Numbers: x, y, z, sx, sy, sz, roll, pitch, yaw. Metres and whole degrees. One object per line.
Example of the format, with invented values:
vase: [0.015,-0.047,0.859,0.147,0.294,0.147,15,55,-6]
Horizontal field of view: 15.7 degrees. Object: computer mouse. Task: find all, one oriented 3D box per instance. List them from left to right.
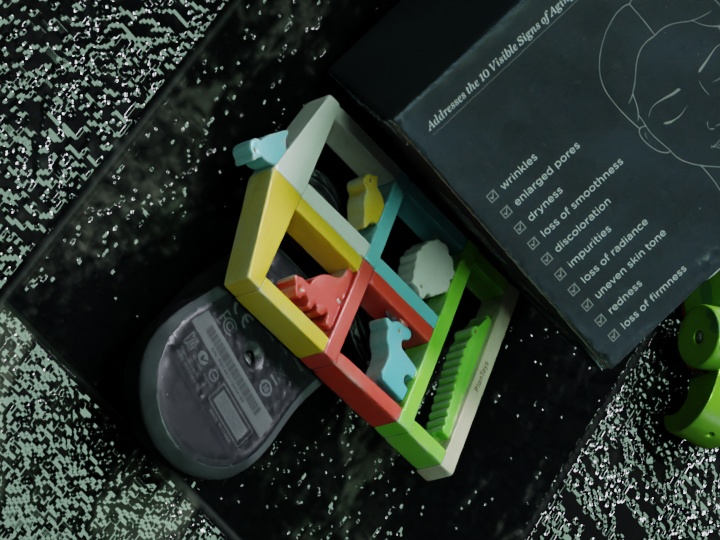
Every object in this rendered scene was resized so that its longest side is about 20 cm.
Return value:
computer mouse: [-0.060,0.045,1.358,0.200,0.053,0.139,-37,105,-46]

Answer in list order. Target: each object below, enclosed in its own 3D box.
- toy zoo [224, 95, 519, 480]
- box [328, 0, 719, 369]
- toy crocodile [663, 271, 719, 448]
toy zoo: [0.000,0.000,1.381,0.200,0.020,0.131,44,49,-28]
box: [0.128,-0.093,1.415,0.200,0.124,0.197,-43,116,-1]
toy crocodile: [0.216,0.006,1.565,0.067,0.062,0.201,12,73,-35]
